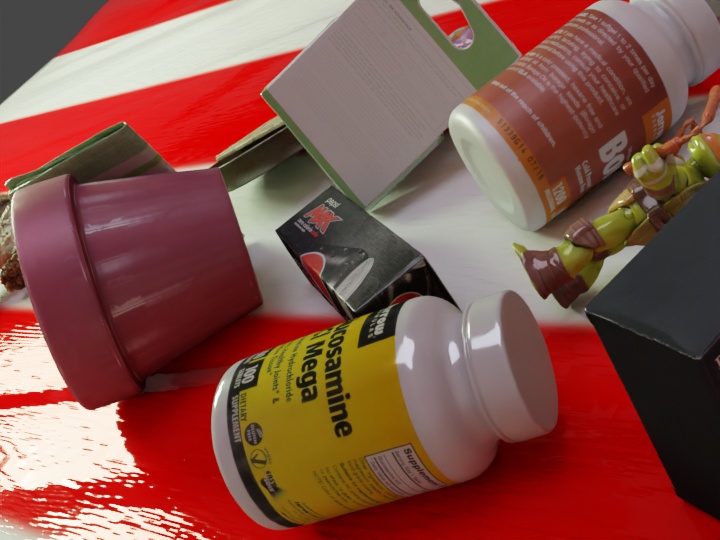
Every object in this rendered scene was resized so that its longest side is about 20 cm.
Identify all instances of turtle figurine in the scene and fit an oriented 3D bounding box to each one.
[{"bbox_3d":[0.183,-0.039,0.690,0.160,0.065,0.200,-38,-8,17],"label":"turtle figurine"}]

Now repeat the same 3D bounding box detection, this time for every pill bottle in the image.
[{"bbox_3d":[0.015,0.083,0.653,0.197,0.113,0.113,-21,31,24],"label":"pill bottle"},{"bbox_3d":[0.174,-0.131,0.806,0.199,0.113,0.112,-37,28,-3],"label":"pill bottle"}]

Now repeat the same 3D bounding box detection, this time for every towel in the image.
[{"bbox_3d":[-0.222,-0.053,1.025,0.150,0.200,0.024,-23,49,20],"label":"towel"}]

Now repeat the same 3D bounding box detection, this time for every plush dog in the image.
[{"bbox_3d":[-0.450,-0.049,1.342,0.168,0.163,0.202,2,40,9],"label":"plush dog"}]

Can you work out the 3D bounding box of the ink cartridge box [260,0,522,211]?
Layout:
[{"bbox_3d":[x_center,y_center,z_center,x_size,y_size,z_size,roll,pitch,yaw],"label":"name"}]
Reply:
[{"bbox_3d":[0.027,-0.172,0.949,0.200,0.146,0.048,-42,-4,12],"label":"ink cartridge box"}]

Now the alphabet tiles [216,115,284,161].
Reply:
[{"bbox_3d":[-0.069,-0.176,1.155,0.198,0.006,0.166,-21,15,42],"label":"alphabet tiles"}]

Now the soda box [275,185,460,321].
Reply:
[{"bbox_3d":[0.000,0.000,0.847,0.070,0.064,0.200,-37,28,-6],"label":"soda box"}]

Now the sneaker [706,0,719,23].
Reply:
[{"bbox_3d":[0.247,-0.199,0.895,0.198,0.073,0.072,-31,-11,24],"label":"sneaker"}]

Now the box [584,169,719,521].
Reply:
[{"bbox_3d":[0.221,0.011,0.513,0.200,0.142,0.079,-43,29,-14],"label":"box"}]

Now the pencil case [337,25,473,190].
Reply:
[{"bbox_3d":[0.043,-0.152,1.015,0.198,0.088,0.088,-29,29,12],"label":"pencil case"}]

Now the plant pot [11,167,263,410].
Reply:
[{"bbox_3d":[-0.188,-0.002,0.935,0.176,0.203,0.200,-20,28,-6],"label":"plant pot"}]

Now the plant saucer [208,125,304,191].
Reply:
[{"bbox_3d":[-0.088,-0.137,1.134,0.198,0.032,0.200,-31,12,7],"label":"plant saucer"}]
